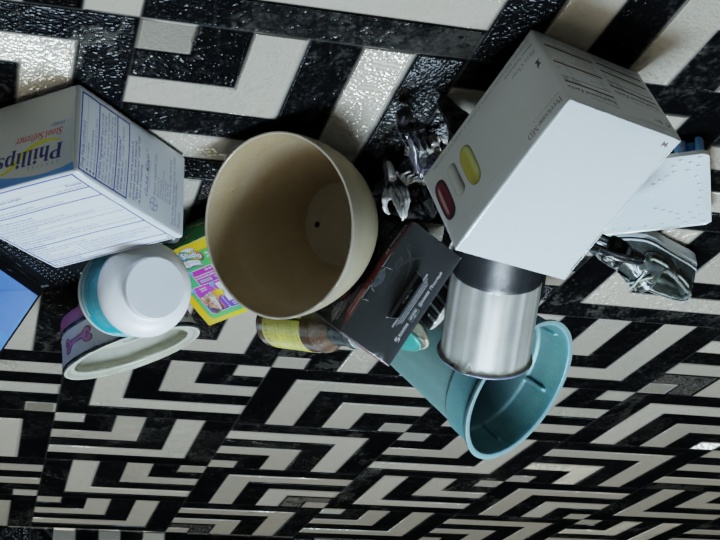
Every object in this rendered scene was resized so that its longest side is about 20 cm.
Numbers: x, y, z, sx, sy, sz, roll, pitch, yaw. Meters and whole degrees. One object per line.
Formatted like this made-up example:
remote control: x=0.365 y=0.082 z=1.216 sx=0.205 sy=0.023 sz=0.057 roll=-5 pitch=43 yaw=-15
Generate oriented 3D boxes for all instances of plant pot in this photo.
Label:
plant pot: x=-0.057 y=-0.051 z=1.564 sx=0.198 sy=0.203 sz=0.134 roll=-15 pitch=174 yaw=31
plant pot: x=0.140 y=0.106 z=1.826 sx=0.195 sy=0.201 sz=0.200 roll=36 pitch=-178 yaw=36

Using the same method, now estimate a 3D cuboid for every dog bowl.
dog bowl: x=-0.326 y=0.082 z=1.934 sx=0.197 sy=0.075 sz=0.200 roll=-19 pitch=167 yaw=-5

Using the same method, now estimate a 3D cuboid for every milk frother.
milk frother: x=0.205 y=0.026 z=1.607 sx=0.179 sy=0.191 sz=0.199 roll=-17 pitch=-145 yaw=-37

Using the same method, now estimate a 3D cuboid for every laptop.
laptop: x=-0.432 y=0.030 z=1.828 sx=0.197 sy=0.105 sz=0.177 roll=-7 pitch=158 yaw=15

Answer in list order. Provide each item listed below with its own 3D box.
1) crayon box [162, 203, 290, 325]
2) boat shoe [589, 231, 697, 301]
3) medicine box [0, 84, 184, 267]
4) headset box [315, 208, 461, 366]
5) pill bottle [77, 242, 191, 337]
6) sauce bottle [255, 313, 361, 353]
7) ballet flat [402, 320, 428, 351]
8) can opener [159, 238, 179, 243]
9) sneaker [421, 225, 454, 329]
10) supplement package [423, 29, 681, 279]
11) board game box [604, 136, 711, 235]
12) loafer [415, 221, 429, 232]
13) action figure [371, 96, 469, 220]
crayon box: x=-0.147 y=-0.016 z=1.719 sx=0.198 sy=0.059 sz=0.119 roll=-20 pitch=118 yaw=39
boat shoe: x=0.370 y=-0.008 z=1.814 sx=0.198 sy=0.072 sz=0.072 roll=15 pitch=153 yaw=-32
medicine box: x=-0.319 y=-0.097 z=1.522 sx=0.180 sy=0.104 sz=0.200 roll=-12 pitch=155 yaw=25
headset box: x=0.027 y=0.017 z=1.610 sx=0.075 sy=0.150 sz=0.200 roll=35 pitch=178 yaw=-15
pill bottle: x=-0.264 y=0.023 z=1.649 sx=0.109 sy=0.113 sz=0.200 roll=8 pitch=176 yaw=-21
sauce bottle: x=-0.059 y=0.075 z=1.801 sx=0.064 sy=0.066 sz=0.199 roll=16 pitch=174 yaw=-36
ballet flat: x=0.030 y=0.055 z=1.777 sx=0.199 sy=0.062 sz=0.068 roll=10 pitch=139 yaw=53
can opener: x=-0.317 y=-0.062 z=1.703 sx=0.197 sy=0.054 sz=0.067 roll=1 pitch=-170 yaw=-5
sneaker: x=0.130 y=-0.008 z=1.714 sx=0.079 sy=0.074 sz=0.202 roll=3 pitch=127 yaw=-34
supplement package: x=0.188 y=-0.111 z=1.404 sx=0.154 sy=0.112 sz=0.201 roll=14 pitch=127 yaw=-33
board game box: x=0.314 y=-0.094 z=1.661 sx=0.197 sy=0.026 sz=0.200 roll=-6 pitch=157 yaw=13
loafer: x=0.000 y=0.000 z=1.758 sx=0.198 sy=0.068 sz=0.076 roll=-22 pitch=146 yaw=1
action figure: x=0.073 y=-0.102 z=1.533 sx=0.117 sy=0.103 sz=0.201 roll=-11 pitch=157 yaw=-6
